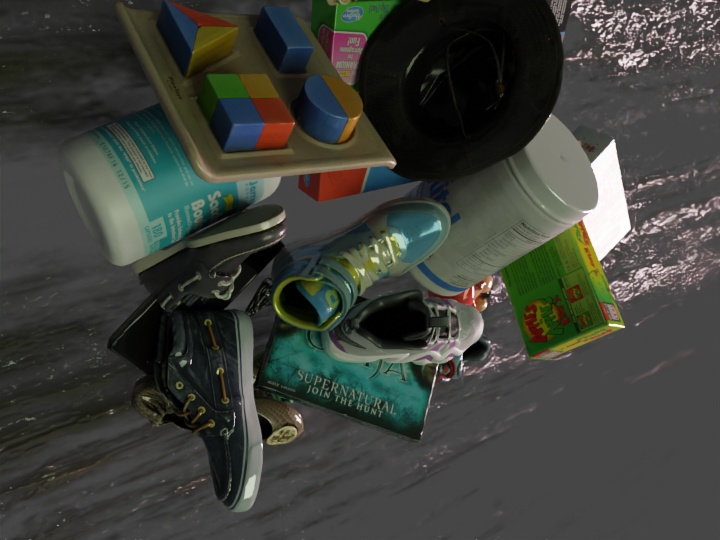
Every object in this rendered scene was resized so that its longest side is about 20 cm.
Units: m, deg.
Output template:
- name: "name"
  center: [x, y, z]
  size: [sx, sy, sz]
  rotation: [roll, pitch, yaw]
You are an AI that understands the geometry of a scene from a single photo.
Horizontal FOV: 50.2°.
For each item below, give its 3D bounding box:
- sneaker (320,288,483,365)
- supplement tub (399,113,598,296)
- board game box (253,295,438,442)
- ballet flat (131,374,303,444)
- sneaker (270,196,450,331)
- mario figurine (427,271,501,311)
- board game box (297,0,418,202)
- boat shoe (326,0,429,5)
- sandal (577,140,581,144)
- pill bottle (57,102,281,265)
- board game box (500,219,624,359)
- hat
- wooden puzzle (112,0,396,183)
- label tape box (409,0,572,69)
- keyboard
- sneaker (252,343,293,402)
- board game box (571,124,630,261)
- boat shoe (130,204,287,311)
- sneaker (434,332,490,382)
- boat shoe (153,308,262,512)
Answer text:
- name: "sneaker"
  center: [0.069, 0.059, 0.810]
  size: [0.198, 0.140, 0.079]
  rotation: [-6, 80, -25]
- name: "supplement tub"
  center: [0.138, -0.069, 0.831]
  size: [0.131, 0.133, 0.200]
  rotation: [4, 150, -43]
- name: "board game box"
  center: [-0.007, 0.097, 0.864]
  size: [0.198, 0.028, 0.136]
  rotation: [22, 71, -18]
- name: "ballet flat"
  center: [-0.148, 0.159, 0.821]
  size: [0.199, 0.047, 0.068]
  rotation: [22, 119, -30]
- name: "sneaker"
  center: [0.000, 0.000, 0.754]
  size: [0.198, 0.131, 0.080]
  rotation: [-24, 109, 11]
- name: "mario figurine"
  center: [0.166, -0.001, 0.995]
  size: [0.200, 0.106, 0.124]
  rotation: [-43, 166, -25]
- name: "board game box"
  center: [0.015, -0.181, 0.793]
  size: [0.152, 0.040, 0.202]
  rotation: [-16, 127, -34]
- name: "boat shoe"
  center: [-0.020, -0.268, 0.666]
  size: [0.198, 0.072, 0.065]
  rotation: [11, 124, -27]
- name: "sandal"
  center: [0.213, -0.168, 0.956]
  size: [0.211, 0.077, 0.070]
  rotation: [-27, 97, -52]
- name: "pill bottle"
  center: [-0.144, -0.093, 0.658]
  size: [0.199, 0.111, 0.112]
  rotation: [-29, 134, -23]
- name: "board game box"
  center: [0.214, -0.011, 0.881]
  size: [0.101, 0.202, 0.047]
  rotation: [-30, 155, 35]
- name: "hat"
  center: [0.099, -0.171, 0.718]
  size: [0.081, 0.200, 0.202]
  rotation: [7, 114, -61]
- name: "wooden puzzle"
  center: [-0.077, -0.156, 0.621]
  size: [0.199, 0.186, 0.046]
  rotation: [-8, 147, -40]
- name: "label tape box"
  center: [0.131, -0.224, 0.795]
  size: [0.199, 0.063, 0.145]
  rotation: [-21, 130, -42]
- name: "keyboard"
  center: [-0.157, 0.033, 0.804]
  size: [0.200, 0.021, 0.127]
  rotation: [-45, 135, -6]
- name: "sneaker"
  center: [-0.075, 0.122, 0.885]
  size: [0.199, 0.088, 0.077]
  rotation: [-38, 137, -15]
- name: "board game box"
  center: [0.308, -0.084, 1.108]
  size: [0.148, 0.064, 0.200]
  rotation: [-44, 138, -10]
- name: "boat shoe"
  center: [-0.126, -0.007, 0.676]
  size: [0.073, 0.199, 0.063]
  rotation: [-36, 105, -46]
- name: "sneaker"
  center: [0.093, 0.107, 1.020]
  size: [0.199, 0.095, 0.080]
  rotation: [-19, 129, -32]
- name: "boat shoe"
  center: [-0.154, 0.135, 0.754]
  size: [0.090, 0.202, 0.071]
  rotation: [6, 158, -35]
